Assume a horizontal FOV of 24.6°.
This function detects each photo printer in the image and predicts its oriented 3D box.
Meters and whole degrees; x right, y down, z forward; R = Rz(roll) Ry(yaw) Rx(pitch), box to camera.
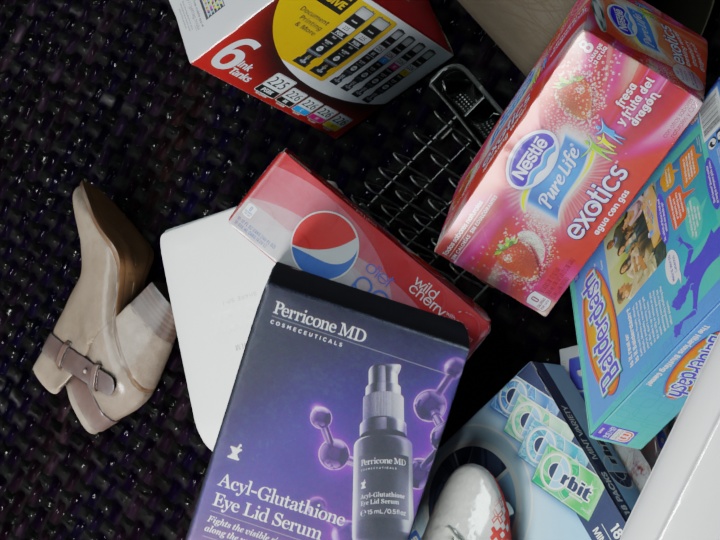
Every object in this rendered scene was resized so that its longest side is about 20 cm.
[{"bbox_3d":[0.257,0.148,1.017,0.070,0.165,0.201,-93,23,-66],"label":"photo printer"},{"bbox_3d":[-0.069,0.047,1.306,0.165,0.069,0.202,-15,83,34],"label":"photo printer"}]

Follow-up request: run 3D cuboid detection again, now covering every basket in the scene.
[{"bbox_3d":[0.146,-0.223,1.232,0.200,0.135,0.182,43,124,40],"label":"basket"}]

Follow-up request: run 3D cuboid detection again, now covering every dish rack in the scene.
[{"bbox_3d":[0.058,-0.040,1.285,0.200,0.054,0.154,-46,56,15],"label":"dish rack"}]

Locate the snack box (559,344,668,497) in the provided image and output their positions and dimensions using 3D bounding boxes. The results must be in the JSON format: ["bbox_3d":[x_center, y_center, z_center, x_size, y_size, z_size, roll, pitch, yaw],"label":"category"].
[{"bbox_3d":[0.184,0.147,1.156,0.071,0.024,0.202,-17,69,38],"label":"snack box"}]

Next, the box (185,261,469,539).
[{"bbox_3d":[-0.024,0.113,1.135,0.147,0.104,0.202,17,97,-2],"label":"box"}]

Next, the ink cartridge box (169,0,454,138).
[{"bbox_3d":[-0.021,-0.209,1.295,0.175,0.199,0.084,-33,61,23],"label":"ink cartridge box"}]

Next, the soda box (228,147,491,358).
[{"bbox_3d":[0.000,0.000,1.205,0.200,0.063,0.070,39,94,-5],"label":"soda box"}]

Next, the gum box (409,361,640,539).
[{"bbox_3d":[0.107,0.194,1.170,0.200,0.044,0.171,-47,54,28],"label":"gum box"}]

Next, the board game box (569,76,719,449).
[{"bbox_3d":[0.207,-0.001,1.073,0.200,0.045,0.153,126,151,-45],"label":"board game box"}]

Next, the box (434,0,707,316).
[{"bbox_3d":[0.142,-0.083,1.117,0.095,0.100,0.201,30,124,-5],"label":"box"}]

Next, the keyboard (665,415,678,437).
[{"bbox_3d":[0.217,0.138,1.155,0.056,0.011,0.202,-33,60,29],"label":"keyboard"}]

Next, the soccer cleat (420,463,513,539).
[{"bbox_3d":[0.052,0.231,1.126,0.068,0.085,0.202,17,95,43],"label":"soccer cleat"}]

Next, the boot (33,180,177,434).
[{"bbox_3d":[-0.238,0.037,1.457,0.146,0.070,0.200,-48,55,16],"label":"boot"}]
